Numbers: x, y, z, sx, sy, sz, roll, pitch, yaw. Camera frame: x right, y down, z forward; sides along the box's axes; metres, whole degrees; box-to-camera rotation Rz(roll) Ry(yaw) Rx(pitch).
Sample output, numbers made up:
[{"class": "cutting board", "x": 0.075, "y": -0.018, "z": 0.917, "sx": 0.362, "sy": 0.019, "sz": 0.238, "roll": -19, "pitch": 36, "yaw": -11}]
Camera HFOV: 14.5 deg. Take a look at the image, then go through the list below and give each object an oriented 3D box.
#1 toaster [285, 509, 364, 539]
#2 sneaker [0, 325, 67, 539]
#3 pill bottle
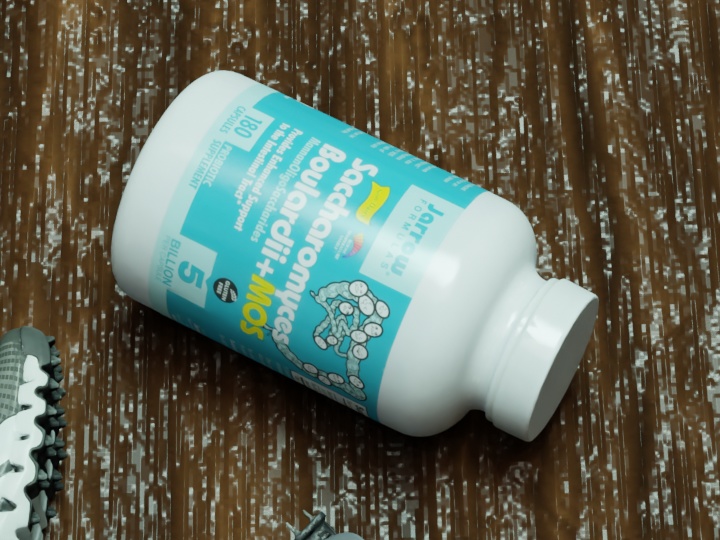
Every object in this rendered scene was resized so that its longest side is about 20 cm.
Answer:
[{"class": "toaster", "x": -0.013, "y": 0.200, "z": 1.120, "sx": 0.129, "sy": 0.114, "sz": 0.200, "roll": -33, "pitch": 69, "yaw": -14}, {"class": "sneaker", "x": -0.178, "y": 0.111, "z": 1.195, "sx": 0.090, "sy": 0.067, "sz": 0.201, "roll": 8, "pitch": 64, "yaw": 2}, {"class": "pill bottle", "x": 0.000, "y": 0.000, "z": 1.229, "sx": 0.199, "sy": 0.111, "sz": 0.111, "roll": 25, "pitch": 64, "yaw": 13}]
